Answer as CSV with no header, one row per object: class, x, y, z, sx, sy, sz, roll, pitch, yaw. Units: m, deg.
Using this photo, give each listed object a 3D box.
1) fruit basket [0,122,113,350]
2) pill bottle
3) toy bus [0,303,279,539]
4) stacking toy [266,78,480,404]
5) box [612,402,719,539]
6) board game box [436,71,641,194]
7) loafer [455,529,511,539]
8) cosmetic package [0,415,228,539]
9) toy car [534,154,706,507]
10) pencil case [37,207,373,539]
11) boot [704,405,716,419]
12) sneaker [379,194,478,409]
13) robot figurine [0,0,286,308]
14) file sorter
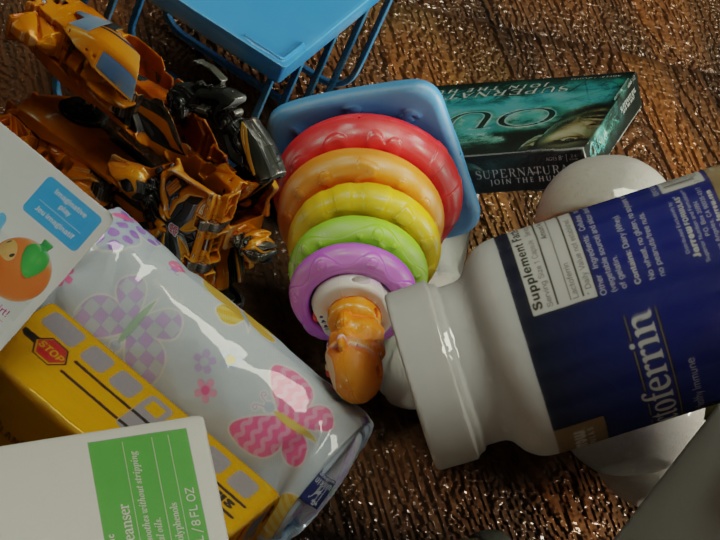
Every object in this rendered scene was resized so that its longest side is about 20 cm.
fruit basket,-0.252,-0.009,1.251,0.185,0.200,0.094,39,-7,10
pill bottle,0.119,0.027,1.312,0.199,0.116,0.116,-18,46,3
toy bus,-0.143,0.084,1.316,0.200,0.065,0.078,39,37,11
stacking toy,0.000,0.000,1.405,0.109,0.116,0.201,-10,40,14
box,0.238,0.200,1.338,0.199,0.199,0.172,7,42,-31
board game box,0.060,-0.081,1.574,0.199,0.028,0.135,-3,22,21
loafer,0.065,0.219,1.312,0.069,0.076,0.201,-1,41,-20
cosmetic package,-0.159,0.143,1.159,0.198,0.085,0.108,-8,51,-11
toy car,0.125,0.043,1.474,0.200,0.149,0.176,43,40,-65
pencil case,-0.089,0.057,1.373,0.200,0.091,0.083,40,9,10
boot,0.233,0.054,1.548,0.070,0.147,0.201,1,45,-33
sneaker,0.015,0.008,1.528,0.088,0.076,0.200,12,35,2
robot figurine,-0.125,-0.061,1.445,0.200,0.146,0.058,39,39,27
file sorter,-0.079,-0.152,1.586,0.138,0.123,0.200,33,36,9
